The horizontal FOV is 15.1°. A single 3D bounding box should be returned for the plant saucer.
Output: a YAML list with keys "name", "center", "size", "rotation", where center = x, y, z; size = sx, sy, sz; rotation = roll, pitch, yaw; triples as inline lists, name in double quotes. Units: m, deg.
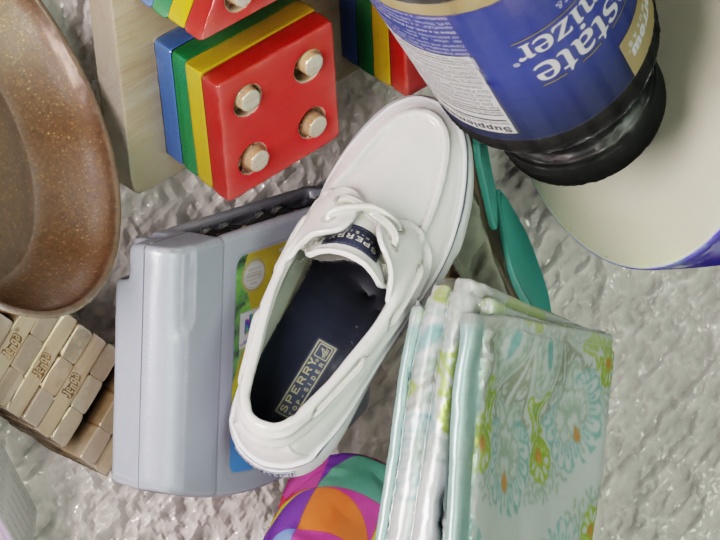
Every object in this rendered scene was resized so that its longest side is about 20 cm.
- name: "plant saucer"
  center: [-0.178, -0.066, 1.159]
  size: [0.200, 0.037, 0.200]
  rotation: [43, 33, -36]

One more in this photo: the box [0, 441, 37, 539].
- name: "box"
  center: [-0.189, 0.067, 1.190]
  size: [0.200, 0.039, 0.041]
  rotation: [71, 15, -50]

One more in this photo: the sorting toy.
- name: "sorting toy"
  center: [-0.026, -0.146, 1.257]
  size: [0.200, 0.070, 0.199]
  rotation: [-32, 139, -29]

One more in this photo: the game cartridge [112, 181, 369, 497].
- name: "game cartridge"
  center: [-0.050, 0.035, 1.302]
  size: [0.200, 0.040, 0.133]
  rotation: [-21, 120, -59]

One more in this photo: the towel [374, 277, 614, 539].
- name: "towel"
  center: [0.067, 0.113, 1.294]
  size: [0.171, 0.048, 0.200]
  rotation: [17, 80, -60]

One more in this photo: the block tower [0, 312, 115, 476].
- name: "block tower"
  center: [-0.173, 0.025, 1.230]
  size: [0.200, 0.058, 0.054]
  rotation: [39, 76, -38]

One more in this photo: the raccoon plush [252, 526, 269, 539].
- name: "raccoon plush"
  center: [-0.072, 0.205, 1.308]
  size: [0.200, 0.134, 0.097]
  rotation: [-52, 127, -16]

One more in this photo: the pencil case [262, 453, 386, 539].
- name: "pencil case"
  center: [-0.021, 0.173, 1.281]
  size: [0.200, 0.088, 0.088]
  rotation: [-68, 143, -53]

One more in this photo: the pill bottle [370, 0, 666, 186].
- name: "pill bottle"
  center: [0.071, -0.123, 1.231]
  size: [0.112, 0.112, 0.200]
  rotation: [-57, 146, -12]

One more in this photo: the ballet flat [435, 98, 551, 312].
- name: "ballet flat"
  center: [0.049, -0.022, 1.395]
  size: [0.200, 0.064, 0.067]
  rotation: [63, 19, -55]

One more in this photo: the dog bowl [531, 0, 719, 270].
- name: "dog bowl"
  center: [0.165, -0.100, 1.380]
  size: [0.079, 0.200, 0.200]
  rotation: [-7, 106, -36]

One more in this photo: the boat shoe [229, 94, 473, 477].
- name: "boat shoe"
  center: [0.000, 0.000, 1.250]
  size: [0.065, 0.074, 0.200]
  rotation: [91, 19, -69]
